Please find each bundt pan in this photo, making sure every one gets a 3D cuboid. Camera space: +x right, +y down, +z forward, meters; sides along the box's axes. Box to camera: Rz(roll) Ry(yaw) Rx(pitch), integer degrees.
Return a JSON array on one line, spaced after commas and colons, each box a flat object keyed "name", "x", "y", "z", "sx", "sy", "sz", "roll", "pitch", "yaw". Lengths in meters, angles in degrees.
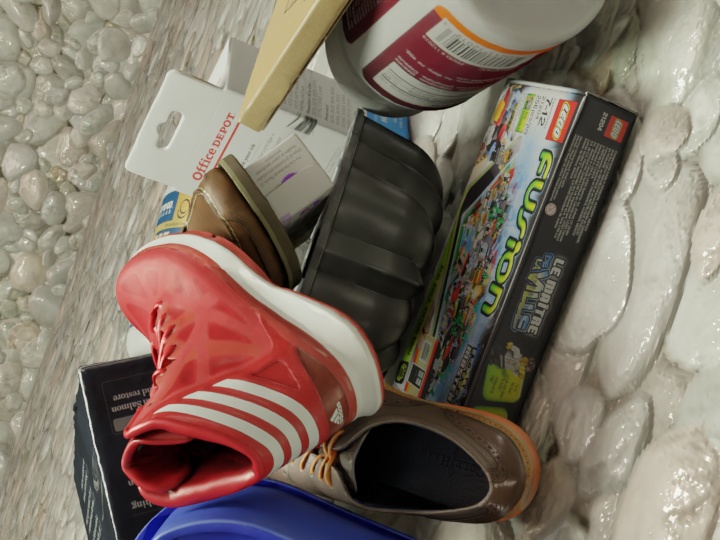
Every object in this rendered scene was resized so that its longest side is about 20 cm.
[{"name": "bundt pan", "x": 0.000, "y": 0.000, "z": 0.762, "sx": 0.202, "sy": 0.075, "sz": 0.204, "roll": -162, "pitch": 90, "yaw": -86}]

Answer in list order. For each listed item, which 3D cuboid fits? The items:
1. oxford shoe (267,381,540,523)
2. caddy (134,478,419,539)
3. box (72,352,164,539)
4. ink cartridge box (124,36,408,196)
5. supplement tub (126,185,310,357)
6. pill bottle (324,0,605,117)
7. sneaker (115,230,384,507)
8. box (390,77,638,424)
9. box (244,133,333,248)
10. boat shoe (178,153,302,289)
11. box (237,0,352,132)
[{"name": "oxford shoe", "x": -0.010, "y": 0.085, "z": 0.593, "sx": 0.073, "sy": 0.197, "sz": 0.072, "roll": 10, "pitch": -94, "yaw": -67}, {"name": "caddy", "x": -0.030, "y": 0.185, "z": 0.549, "sx": 0.105, "sy": 0.198, "sz": 0.143, "roll": 26, "pitch": -94, "yaw": -85}, {"name": "box", "x": -0.103, "y": 0.176, "z": 0.717, "sx": 0.197, "sy": 0.116, "sz": 0.202, "roll": 117, "pitch": 138, "yaw": -60}, {"name": "ink cartridge box", "x": -0.073, "y": -0.104, "z": 0.910, "sx": 0.116, "sy": 0.198, "sz": 0.067, "roll": -52, "pitch": 27, "yaw": 41}, {"name": "supplement tub", "x": -0.116, "y": -0.003, "z": 1.016, "sx": 0.144, "sy": 0.143, "sz": 0.203, "roll": -27, "pitch": 49, "yaw": 63}, {"name": "pill bottle", "x": 0.054, "y": -0.162, "z": 0.688, "sx": 0.200, "sy": 0.113, "sz": 0.116, "roll": 162, "pitch": 124, "yaw": -68}, {"name": "sneaker", "x": -0.093, "y": 0.045, "z": 0.574, "sx": 0.199, "sy": 0.115, "sz": 0.079, "roll": 15, "pitch": 127, "yaw": 45}, {"name": "box", "x": 0.082, "y": -0.006, "z": 0.655, "sx": 0.202, "sy": 0.034, "sz": 0.110, "roll": -70, "pitch": 19, "yaw": 6}, {"name": "box", "x": -0.051, "y": -0.040, "z": 0.744, "sx": 0.041, "sy": 0.039, "sz": 0.200, "roll": -37, "pitch": -2, "yaw": -10}, {"name": "boat shoe", "x": -0.081, "y": 0.002, "z": 0.687, "sx": 0.072, "sy": 0.068, "sz": 0.200, "roll": 55, "pitch": 167, "yaw": 17}, {"name": "box", "x": -0.011, "y": -0.202, "z": 0.705, "sx": 0.200, "sy": 0.021, "sz": 0.165, "roll": -48, "pitch": 23, "yaw": 46}]
